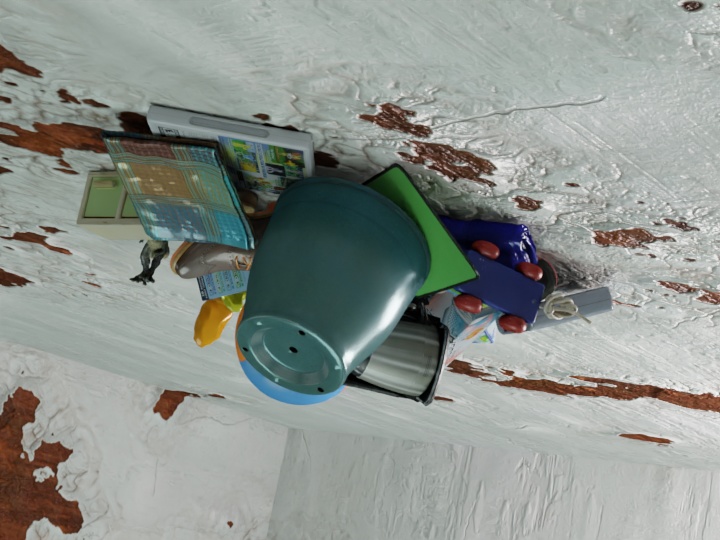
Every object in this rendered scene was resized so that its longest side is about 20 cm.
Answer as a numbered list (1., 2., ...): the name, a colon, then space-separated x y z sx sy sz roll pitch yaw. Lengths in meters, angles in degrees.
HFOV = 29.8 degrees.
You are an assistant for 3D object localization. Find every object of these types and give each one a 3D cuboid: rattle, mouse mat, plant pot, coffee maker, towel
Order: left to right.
1. towel: -0.209 -0.090 1.572 0.146 0.022 0.200 7 150 14
2. rattle: -0.166 0.053 2.125 0.199 0.143 0.130 12 150 25
3. plant pot: -0.045 0.029 1.539 0.199 0.188 0.201 17 141 14
4. coffee maker: -0.010 0.099 1.749 0.199 0.135 0.192 14 160 -15
5. mouse mat: 0.056 -0.042 1.583 0.161 0.008 0.200 54 160 -5
6. towel: 0.120 -0.037 1.694 0.199 0.050 0.148 8 160 16

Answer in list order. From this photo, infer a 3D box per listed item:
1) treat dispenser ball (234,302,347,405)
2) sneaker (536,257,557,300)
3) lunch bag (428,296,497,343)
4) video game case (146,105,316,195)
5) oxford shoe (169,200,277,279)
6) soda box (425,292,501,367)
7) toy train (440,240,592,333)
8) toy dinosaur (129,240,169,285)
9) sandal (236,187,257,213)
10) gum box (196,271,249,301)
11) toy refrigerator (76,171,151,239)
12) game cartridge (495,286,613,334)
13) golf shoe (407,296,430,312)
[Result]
1. treat dispenser ball: -0.088 0.101 2.021 0.200 0.202 0.201 11 167 2
2. sneaker: 0.209 0.013 1.817 0.086 0.074 0.200 -7 176 -32
3. lunch bag: 0.104 0.054 2.005 0.199 0.083 0.161 8 166 16
4. video game case: -0.142 -0.132 1.552 0.181 0.022 0.200 11 166 2
5. oxford shoe: -0.139 -0.028 1.678 0.199 0.073 0.071 -23 147 -2
6. soda box: 0.118 0.075 1.837 0.063 0.069 0.200 -18 161 -31
7. toy train: 0.175 0.033 1.665 0.199 0.085 0.116 24 169 -29
8. toy dinosaur: -0.309 -0.023 2.015 0.047 0.089 0.200 21 167 2
9. sandal: -0.171 -0.051 1.816 0.077 0.070 0.212 11 167 -1
10. gum box: -0.113 -0.006 1.857 0.169 0.045 0.200 -15 180 -27
11. toy refrigerator: -0.273 -0.085 1.745 0.199 0.076 0.070 2 165 37
12. game cartridge: 0.268 0.055 1.841 0.132 0.042 0.200 -9 177 -7
13. golf shoe: 0.068 0.004 1.845 0.078 0.097 0.200 -24 168 -43
